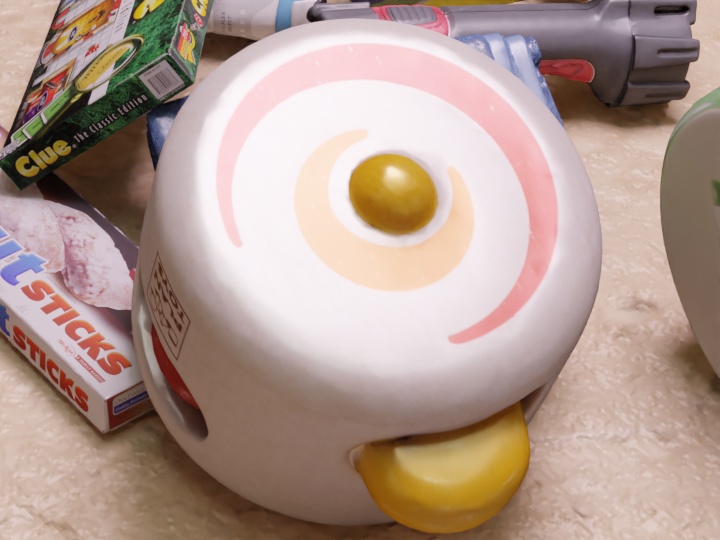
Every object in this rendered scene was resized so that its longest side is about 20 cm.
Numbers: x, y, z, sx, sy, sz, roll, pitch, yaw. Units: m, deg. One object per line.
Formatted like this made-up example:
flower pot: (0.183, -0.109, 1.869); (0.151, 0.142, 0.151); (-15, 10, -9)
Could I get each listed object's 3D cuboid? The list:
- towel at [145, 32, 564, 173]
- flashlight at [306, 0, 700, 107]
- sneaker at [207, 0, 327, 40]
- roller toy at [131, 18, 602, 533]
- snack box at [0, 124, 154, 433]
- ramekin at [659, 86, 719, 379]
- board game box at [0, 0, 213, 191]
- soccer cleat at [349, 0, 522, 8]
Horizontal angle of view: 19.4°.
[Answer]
towel: (0.003, -0.044, 0.986); (0.199, 0.049, 0.112); (-12, 76, -18)
flashlight: (0.071, -0.104, 1.073); (0.199, 0.068, 0.069); (-2, 84, -17)
sneaker: (-0.062, -0.196, 1.150); (0.086, 0.075, 0.201); (-1, 42, -1)
roller toy: (0.000, 0.000, 0.855); (0.181, 0.140, 0.201); (24, 59, 1)
snack box: (-0.147, -0.005, 0.959); (0.072, 0.024, 0.200); (-27, 52, -33)
ramekin: (0.214, -0.007, 0.887); (0.097, 0.201, 0.200); (-24, 50, -20)
board game box: (-0.114, -0.121, 1.029); (0.104, 0.024, 0.200); (-28, 28, 20)
soccer cleat: (0.081, -0.167, 1.104); (0.199, 0.084, 0.065); (0, 62, 13)
